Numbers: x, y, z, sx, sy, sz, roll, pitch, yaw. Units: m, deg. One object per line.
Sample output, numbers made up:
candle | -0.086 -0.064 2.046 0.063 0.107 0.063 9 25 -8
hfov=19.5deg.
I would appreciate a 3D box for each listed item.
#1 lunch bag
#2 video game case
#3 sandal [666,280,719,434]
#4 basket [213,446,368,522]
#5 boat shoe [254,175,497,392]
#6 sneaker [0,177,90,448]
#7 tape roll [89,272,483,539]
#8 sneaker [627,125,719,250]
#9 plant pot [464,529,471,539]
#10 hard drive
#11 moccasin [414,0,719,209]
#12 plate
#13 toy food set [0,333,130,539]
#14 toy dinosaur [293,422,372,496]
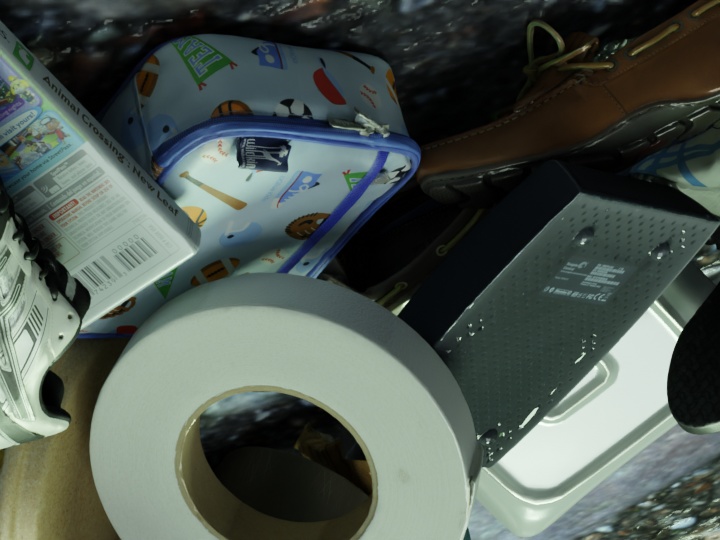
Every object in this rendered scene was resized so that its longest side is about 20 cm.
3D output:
lunch bag | -0.066 -0.037 1.060 0.159 0.076 0.200 6 145 -37
video game case | -0.206 -0.024 0.975 0.199 0.022 0.182 -32 119 21
sandal | 0.237 0.019 1.200 0.075 0.201 0.045 7 142 35
basket | -0.069 0.213 1.183 0.179 0.201 0.136 5 144 35
boat shoe | 0.000 0.000 1.161 0.199 0.072 0.060 -28 141 15
sneaker | -0.165 -0.003 0.944 0.087 0.076 0.201 -5 130 -16
tape roll | -0.038 0.097 1.069 0.201 0.037 0.204 6 118 10
sneaker | 0.217 -0.061 1.136 0.072 0.073 0.200 38 157 -18
plant pot | 0.001 0.221 1.405 0.199 0.135 0.200 -32 162 -11
hard drive | 0.082 0.025 1.092 0.134 0.042 0.200 8 131 -45
moccasin | 0.119 -0.091 1.071 0.200 0.078 0.074 -25 165 6
plate | 0.112 0.052 1.224 0.199 0.032 0.200 -39 117 16
toy food set | -0.155 0.104 1.144 0.048 0.200 0.199 11 126 18
toy dinosaur | 0.011 0.108 1.212 0.106 0.061 0.200 37 155 -9
